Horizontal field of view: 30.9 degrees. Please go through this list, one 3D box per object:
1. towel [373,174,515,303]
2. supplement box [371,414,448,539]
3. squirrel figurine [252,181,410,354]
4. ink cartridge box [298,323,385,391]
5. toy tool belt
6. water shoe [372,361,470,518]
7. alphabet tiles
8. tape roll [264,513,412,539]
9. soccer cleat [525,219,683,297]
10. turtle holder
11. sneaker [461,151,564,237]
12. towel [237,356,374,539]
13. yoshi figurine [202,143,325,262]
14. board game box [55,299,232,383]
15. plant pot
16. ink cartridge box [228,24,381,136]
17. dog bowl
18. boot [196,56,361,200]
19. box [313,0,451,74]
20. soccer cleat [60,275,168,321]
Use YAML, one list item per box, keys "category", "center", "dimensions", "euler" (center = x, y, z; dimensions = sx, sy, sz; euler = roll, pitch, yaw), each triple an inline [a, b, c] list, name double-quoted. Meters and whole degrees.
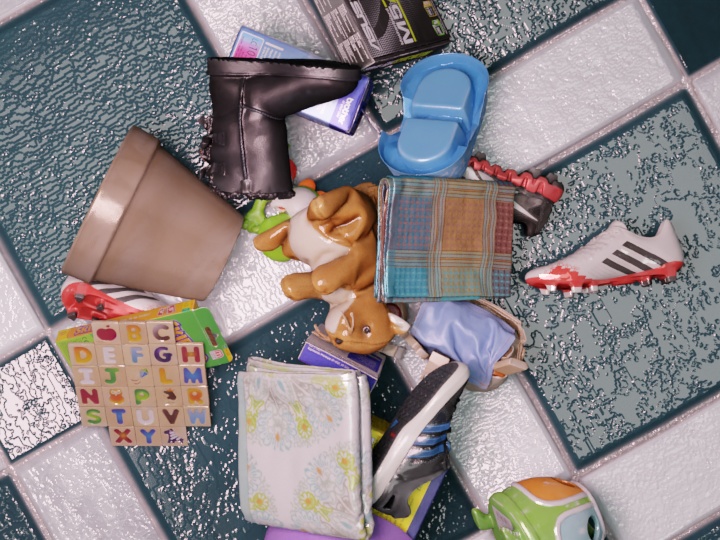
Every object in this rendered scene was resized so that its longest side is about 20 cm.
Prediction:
- category: "towel"
  center: [0.103, -0.036, 1.526]
  dimensions: [0.200, 0.022, 0.147]
  euler: [0, 94, -35]
- category: "supplement box"
  center: [-0.001, 0.237, 1.616]
  dimensions: [0.200, 0.110, 0.109]
  euler: [26, 92, 0]
- category: "squirrel figurine"
  center: [0.000, 0.000, 1.549]
  dimensions: [0.141, 0.200, 0.187]
  euler: [-29, 88, 40]
- category: "ink cartridge box"
  center: [-0.021, 0.107, 1.568]
  dimensions: [0.095, 0.200, 0.037]
  euler: [27, 93, 2]
- category: "toy tool belt"
  center: [0.107, 0.080, 1.601]
  dimensions: [0.200, 0.123, 0.125]
  euler: [22, 87, 1]
- category: "water shoe"
  center: [0.076, 0.199, 1.537]
  dimensions: [0.079, 0.072, 0.200]
  euler: [37, 92, -16]
- category: "alphabet tiles"
  center: [-0.273, 0.143, 1.619]
  dimensions: [0.166, 0.006, 0.200]
  euler: [0, 125, 2]
- category: "tape roll"
  center: [-0.026, 0.370, 1.583]
  dimensions: [0.200, 0.066, 0.200]
  euler: [7, 134, 7]
- category: "soccer cleat"
  center: [0.301, -0.017, 1.619]
  dimensions: [0.200, 0.069, 0.085]
  euler: [-7, 82, -1]
- category: "turtle holder"
  center: [0.236, 0.341, 1.599]
  dimensions: [0.132, 0.141, 0.186]
  euler: [-25, 81, -15]
- category: "sneaker"
  center: [0.148, -0.095, 1.622]
  dimensions: [0.200, 0.071, 0.098]
  euler: [17, 89, 0]
- category: "towel"
  center: [-0.066, 0.203, 1.498]
  dimensions: [0.171, 0.048, 0.200]
  euler: [2, 98, 36]
- category: "yoshi figurine"
  center: [-0.121, -0.091, 1.620]
  dimensions: [0.112, 0.112, 0.200]
  euler: [-41, 92, 18]
- category: "board game box"
  center: [-0.264, 0.094, 1.607]
  dimensions: [0.200, 0.030, 0.096]
  euler: [-11, 128, 12]
- category: "plant pot"
  center: [-0.243, -0.051, 1.582]
  dimensions: [0.173, 0.200, 0.200]
  euler: [26, 92, -9]
- category: "ink cartridge box"
  center: [-0.060, -0.224, 1.593]
  dimensions: [0.200, 0.136, 0.076]
  euler: [21, 95, 1]
- category: "dog bowl"
  center: [0.093, -0.177, 1.587]
  dimensions: [0.111, 0.050, 0.200]
  euler: [7, 55, 20]
- category: "boot"
  center: [-0.095, -0.162, 1.502]
  dimensions: [0.198, 0.073, 0.163]
  euler: [4, 104, 14]
- category: "box"
  center: [0.009, -0.343, 1.567]
  dimensions: [0.047, 0.193, 0.200]
  euler: [-26, 90, 34]
- category: "soccer cleat"
  center: [-0.279, 0.049, 1.642]
  dimensions: [0.200, 0.085, 0.069]
  euler: [21, 126, -17]
